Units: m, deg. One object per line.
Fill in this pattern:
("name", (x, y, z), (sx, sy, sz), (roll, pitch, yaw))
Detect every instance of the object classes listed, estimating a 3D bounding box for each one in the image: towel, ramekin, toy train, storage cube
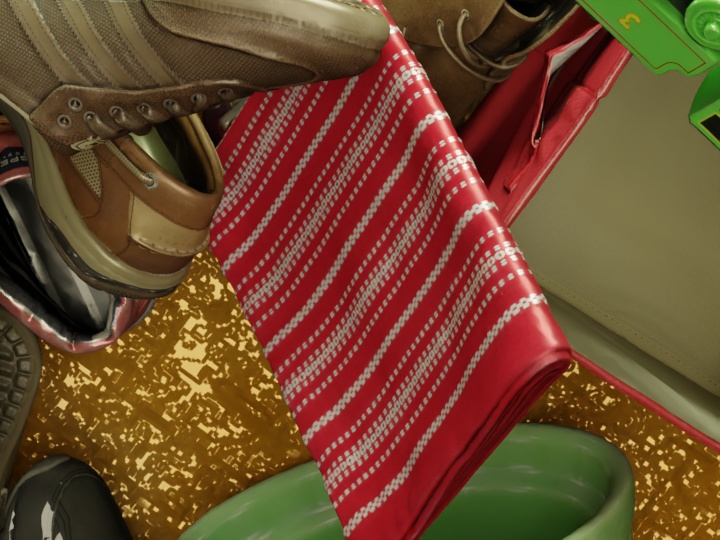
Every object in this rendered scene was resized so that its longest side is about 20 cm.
("towel", (0.000, 0.000, 1.004), (0.145, 0.022, 0.200), (-53, 51, 38))
("ramekin", (0.025, 0.146, 1.096), (0.200, 0.200, 0.098), (-13, 105, 3))
("toy train", (0.153, -0.056, 0.940), (0.200, 0.042, 0.056), (42, 139, -16))
("storage cube", (0.145, -0.038, 1.063), (0.200, 0.180, 0.171), (33, 97, -11))

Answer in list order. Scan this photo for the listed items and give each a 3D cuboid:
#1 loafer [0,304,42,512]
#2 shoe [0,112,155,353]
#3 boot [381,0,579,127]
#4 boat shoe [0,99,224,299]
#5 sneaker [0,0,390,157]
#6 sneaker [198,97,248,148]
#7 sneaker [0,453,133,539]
("loafer", (-0.188, 0.099, 1.156), (0.076, 0.067, 0.200), (31, 104, 0))
("shoe", (-0.148, -0.058, 1.121), (0.071, 0.091, 0.200), (-27, 96, 4))
("boot", (0.037, -0.096, 1.021), (0.074, 0.075, 0.200), (21, 117, -26))
("boat shoe", (-0.109, -0.086, 1.072), (0.074, 0.076, 0.200), (-45, 67, 37))
("sneaker", (-0.086, -0.078, 1.000), (0.200, 0.070, 0.076), (9, 98, 18))
("sneaker", (-0.034, -0.065, 1.118), (0.075, 0.090, 0.200), (-33, 96, 5))
("sneaker", (-0.092, 0.171, 1.150), (0.079, 0.075, 0.200), (-7, 108, 40))
